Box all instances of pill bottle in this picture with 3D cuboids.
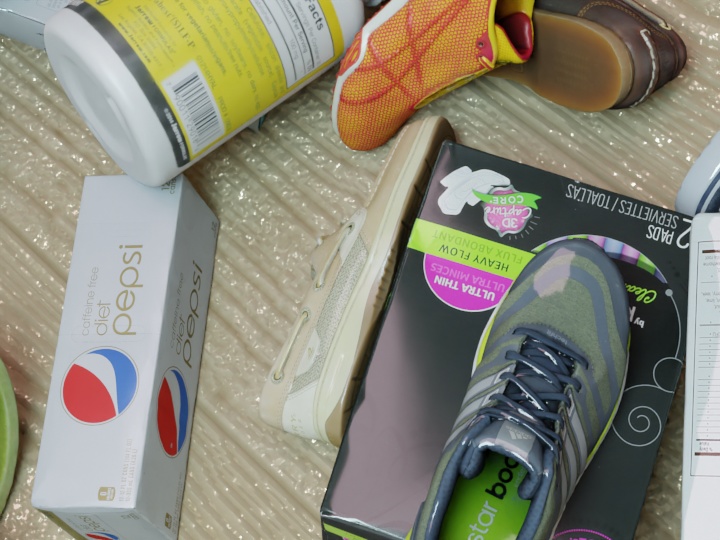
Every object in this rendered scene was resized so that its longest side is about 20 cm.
[{"bbox_3d":[-0.068,-0.145,1.018,0.200,0.112,0.111,-36,61,-16],"label":"pill bottle"}]

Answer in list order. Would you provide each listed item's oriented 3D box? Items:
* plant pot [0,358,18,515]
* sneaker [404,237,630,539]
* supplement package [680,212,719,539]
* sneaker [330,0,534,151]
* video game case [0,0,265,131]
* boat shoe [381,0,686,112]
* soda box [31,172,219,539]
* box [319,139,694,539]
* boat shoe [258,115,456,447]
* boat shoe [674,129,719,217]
[{"bbox_3d":[-0.328,0.087,1.010,0.189,0.200,0.201,21,73,35],"label":"plant pot"},{"bbox_3d":[0.073,0.074,0.796,0.074,0.081,0.201,19,71,5],"label":"sneaker"},{"bbox_3d":[0.225,0.098,0.818,0.146,0.191,0.201,0,72,16],"label":"supplement package"},{"bbox_3d":[0.048,-0.125,1.003,0.077,0.200,0.073,50,43,10],"label":"sneaker"},{"bbox_3d":[-0.110,-0.208,1.115,0.180,0.045,0.201,20,72,2],"label":"video game case"},{"bbox_3d":[0.096,-0.145,1.051,0.070,0.071,0.200,-25,45,-38],"label":"boat shoe"},{"bbox_3d":[-0.130,0.048,1.022,0.063,0.068,0.201,-2,66,15],"label":"soda box"},{"bbox_3d":[0.077,0.065,0.908,0.148,0.124,0.201,17,72,6],"label":"box"},{"bbox_3d":[0.000,0.000,1.007,0.065,0.072,0.201,11,69,27],"label":"boat shoe"},{"bbox_3d":[0.268,-0.065,0.956,0.200,0.071,0.091,-35,57,-4],"label":"boat shoe"}]
